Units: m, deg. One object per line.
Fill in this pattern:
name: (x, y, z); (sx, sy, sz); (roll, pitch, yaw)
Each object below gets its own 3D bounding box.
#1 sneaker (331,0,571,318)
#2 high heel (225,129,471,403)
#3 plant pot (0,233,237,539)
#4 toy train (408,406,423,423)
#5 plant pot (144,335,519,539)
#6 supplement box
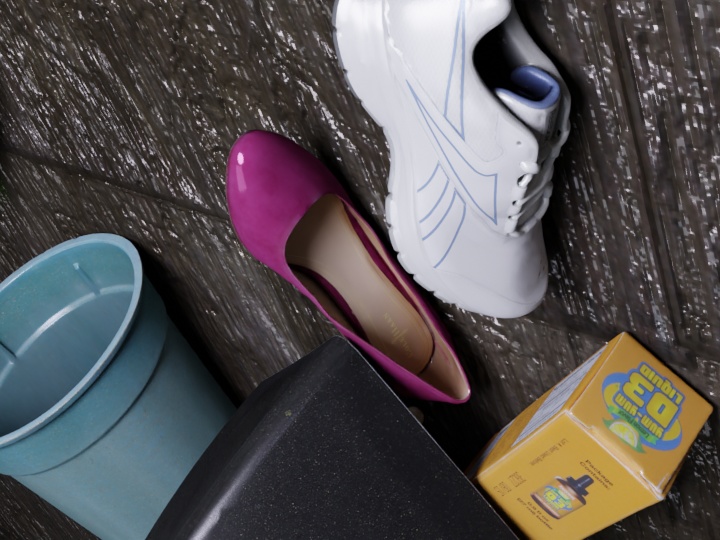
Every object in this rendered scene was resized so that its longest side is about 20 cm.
sneaker: (0.054, -0.052, 0.581); (0.087, 0.075, 0.201); (11, 139, 37)
high heel: (0.000, 0.000, 0.721); (0.096, 0.068, 0.200); (29, 165, 42)
plant pot: (-0.196, 0.112, 1.012); (0.199, 0.201, 0.197); (10, 146, 45)
toy train: (0.052, 0.180, 0.918); (0.200, 0.056, 0.150); (42, 152, 1)
plant pot: (-0.034, 0.187, 0.786); (0.200, 0.177, 0.200); (49, 157, -2)
supplement box: (0.115, 0.109, 0.728); (0.066, 0.069, 0.200); (41, 154, 3)
